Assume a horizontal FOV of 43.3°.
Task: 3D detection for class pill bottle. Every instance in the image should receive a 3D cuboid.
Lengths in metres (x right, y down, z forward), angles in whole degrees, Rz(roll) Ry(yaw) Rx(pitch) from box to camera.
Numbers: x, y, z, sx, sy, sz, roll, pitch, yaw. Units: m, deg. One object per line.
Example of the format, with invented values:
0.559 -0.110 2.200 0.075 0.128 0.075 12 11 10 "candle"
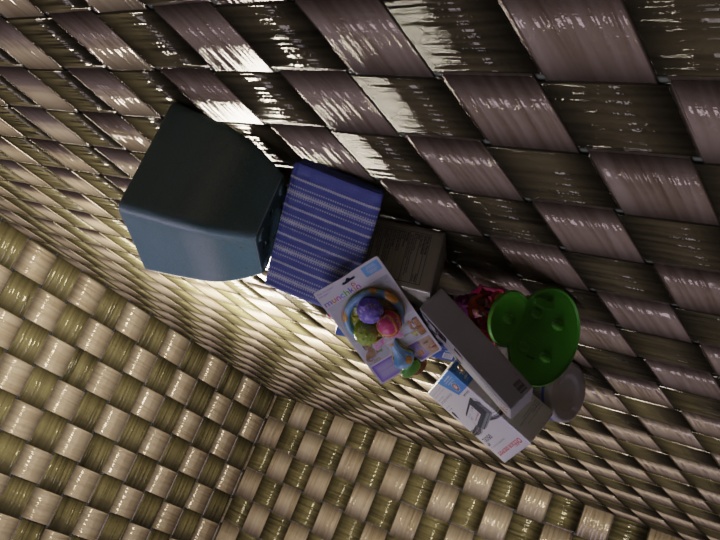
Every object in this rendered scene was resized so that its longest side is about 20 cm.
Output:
0.323 0.219 1.748 0.113 0.116 0.198 35 162 -34 "pill bottle"

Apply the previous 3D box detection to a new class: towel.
-0.055 -0.050 1.350 0.142 0.204 0.024 20 -162 8 "towel"

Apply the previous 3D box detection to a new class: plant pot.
-0.218 -0.098 1.377 0.196 0.200 0.197 17 154 9 "plant pot"

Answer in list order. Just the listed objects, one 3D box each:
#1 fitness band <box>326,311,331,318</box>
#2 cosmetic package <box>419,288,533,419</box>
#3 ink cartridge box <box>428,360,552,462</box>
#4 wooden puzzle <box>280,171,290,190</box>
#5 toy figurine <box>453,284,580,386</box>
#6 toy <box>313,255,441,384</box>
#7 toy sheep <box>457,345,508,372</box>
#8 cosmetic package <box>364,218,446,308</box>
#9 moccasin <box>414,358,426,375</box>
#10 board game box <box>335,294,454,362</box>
0.023 0.088 1.625 0.142 0.038 0.198 22 171 -41 "fitness band"
0.171 0.124 1.346 0.200 0.050 0.083 48 176 21 "cosmetic package"
0.239 0.245 1.685 0.199 0.084 0.145 41 153 8 "ink cartridge box"
-0.104 -0.101 1.512 0.182 0.038 0.200 27 165 -8 "wooden puzzle"
0.213 0.076 1.420 0.198 0.153 0.183 24 177 -35 "toy figurine"
0.030 0.088 1.356 0.201 0.114 0.048 53 -166 -31 "toy"
0.235 0.133 1.574 0.137 0.139 0.199 37 180 -39 "toy sheep"
0.028 -0.018 1.406 0.195 0.105 0.088 14 161 13 "cosmetic package"
0.059 0.150 1.713 0.200 0.074 0.078 20 150 51 "moccasin"
0.058 0.070 1.459 0.195 0.137 0.035 13 124 -9 "board game box"
